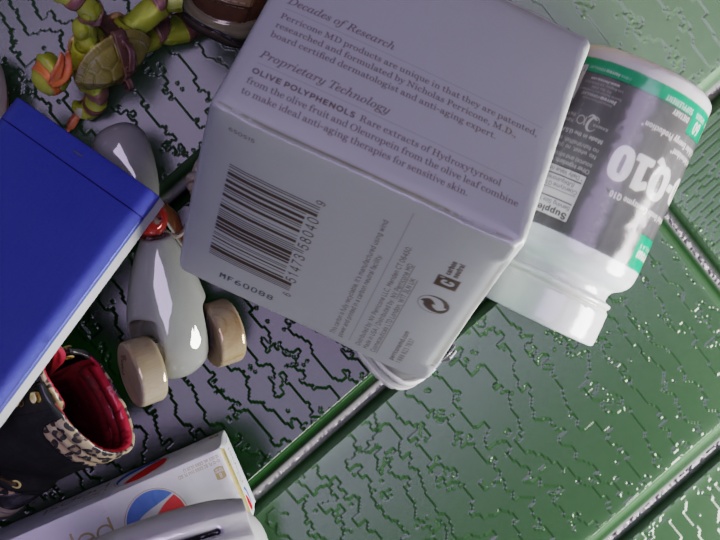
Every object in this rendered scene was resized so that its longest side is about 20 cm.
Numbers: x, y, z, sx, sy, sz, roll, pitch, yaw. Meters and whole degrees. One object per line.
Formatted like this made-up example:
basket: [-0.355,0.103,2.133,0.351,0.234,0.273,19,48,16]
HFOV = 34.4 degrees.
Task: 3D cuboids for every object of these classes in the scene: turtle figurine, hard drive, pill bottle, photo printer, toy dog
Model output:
turtle figurine: [-0.173,-0.168,0.821,0.160,0.201,0.064,-35,69,-23]
hard drive: [-0.244,-0.002,0.789,0.131,0.025,0.201,33,80,13]
pill bottle: [0.173,-0.055,0.874,0.112,0.113,0.203,24,93,-5]
photo printer: [-0.138,0.238,0.831,0.164,0.201,0.070,-18,58,-10]
toy dog: [-0.157,-0.001,0.870,0.130,0.096,0.204,5,83,-32]

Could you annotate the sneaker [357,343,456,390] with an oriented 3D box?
sneaker: [0.000,0.000,0.873,0.200,0.082,0.075,45,58,-12]

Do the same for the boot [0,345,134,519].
boot: [-0.267,0.086,0.832,0.149,0.073,0.201,-22,113,29]

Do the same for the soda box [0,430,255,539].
soda box: [-0.183,0.198,0.894,0.197,0.064,0.069,-24,96,-2]

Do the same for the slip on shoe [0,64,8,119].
slip on shoe: [-0.296,-0.063,0.869,0.075,0.061,0.204,5,91,14]

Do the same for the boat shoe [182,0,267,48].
boat shoe: [-0.059,-0.235,0.810,0.075,0.201,0.074,20,135,2]

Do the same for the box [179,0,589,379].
box: [0.009,-0.072,0.757,0.197,0.200,0.173,24,59,-2]
